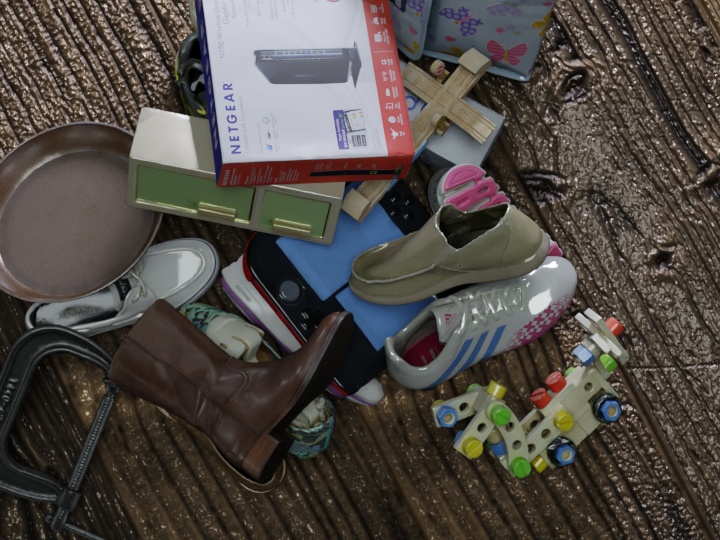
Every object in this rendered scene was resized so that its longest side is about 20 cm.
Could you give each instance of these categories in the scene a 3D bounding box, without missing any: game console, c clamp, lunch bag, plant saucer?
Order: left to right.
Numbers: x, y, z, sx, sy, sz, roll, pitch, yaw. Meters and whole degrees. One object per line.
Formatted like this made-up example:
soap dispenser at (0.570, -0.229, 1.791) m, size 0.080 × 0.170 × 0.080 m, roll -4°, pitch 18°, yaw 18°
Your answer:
c clamp at (-0.283, 0.157, 1.661) m, size 0.170 × 0.027 × 0.201 m, roll 17°, pitch 98°, yaw -5°
plant saucer at (-0.281, -0.052, 1.669) m, size 0.199 × 0.032 × 0.201 m, roll -6°, pitch 62°, yaw 12°
game console at (0.000, 0.000, 1.658) m, size 0.200 × 0.031 × 0.177 m, roll -37°, pitch 84°, yaw -29°
lunch bag at (0.091, -0.285, 1.651) m, size 0.199 × 0.170 × 0.128 m, roll 17°, pitch 60°, yaw 1°

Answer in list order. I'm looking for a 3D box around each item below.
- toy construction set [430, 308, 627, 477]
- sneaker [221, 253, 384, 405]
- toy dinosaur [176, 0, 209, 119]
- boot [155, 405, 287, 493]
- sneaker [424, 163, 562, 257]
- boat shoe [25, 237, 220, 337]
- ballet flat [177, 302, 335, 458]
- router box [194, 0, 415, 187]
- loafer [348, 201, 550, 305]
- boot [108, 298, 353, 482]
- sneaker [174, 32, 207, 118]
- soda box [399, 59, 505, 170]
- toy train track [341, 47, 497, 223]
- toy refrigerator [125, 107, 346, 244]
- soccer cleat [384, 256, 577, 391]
toy construction set at (0.178, 0.120, 1.642) m, size 0.200 × 0.092 × 0.131 m, roll -38°, pitch 111°, yaw 10°
sneaker at (-0.041, 0.045, 1.669) m, size 0.200 × 0.075 × 0.100 m, roll 45°, pitch 84°, yaw 4°
toy dinosaur at (-0.127, -0.181, 1.629) m, size 0.088 × 0.047 × 0.200 m, roll -40°, pitch 91°, yaw -24°
boot at (-0.148, 0.134, 1.659) m, size 0.200 × 0.075 × 0.074 m, roll 45°, pitch 87°, yaw 5°
sneaker at (0.131, -0.030, 1.676) m, size 0.074 × 0.087 × 0.200 m, roll -45°, pitch 114°, yaw -7°
boat shoe at (-0.233, 0.018, 1.675) m, size 0.199 × 0.066 × 0.072 m, roll -17°, pitch 84°, yaw -2°
ballet flat at (-0.097, 0.093, 1.652) m, size 0.200 × 0.074 × 0.074 m, roll 43°, pitch 85°, yaw 6°
router box at (-0.054, -0.178, 1.584) m, size 0.179 × 0.049 × 0.201 m, roll -4°, pitch 67°, yaw -14°
loafer at (0.075, -0.023, 1.588) m, size 0.199 × 0.076 × 0.068 m, roll -13°, pitch 122°, yaw 22°
boot at (-0.126, 0.070, 1.599) m, size 0.200 × 0.064 × 0.187 m, roll 34°, pitch 95°, yaw 19°
sneaker at (-0.140, -0.142, 1.683) m, size 0.074 × 0.085 × 0.201 m, roll -23°, pitch 83°, yaw -1°
soda box at (0.040, -0.163, 1.698) m, size 0.199 × 0.063 × 0.068 m, roll 28°, pitch 82°, yaw 2°
toy train track at (0.051, -0.132, 1.629) m, size 0.115 × 0.033 × 0.200 m, roll 38°, pitch 87°, yaw 23°
toy refrigerator at (-0.115, -0.085, 1.604) m, size 0.199 × 0.076 × 0.070 m, roll 11°, pitch 54°, yaw -4°
soccer cleat at (0.112, 0.045, 1.595) m, size 0.200 × 0.086 × 0.070 m, roll -33°, pitch 60°, yaw 3°
